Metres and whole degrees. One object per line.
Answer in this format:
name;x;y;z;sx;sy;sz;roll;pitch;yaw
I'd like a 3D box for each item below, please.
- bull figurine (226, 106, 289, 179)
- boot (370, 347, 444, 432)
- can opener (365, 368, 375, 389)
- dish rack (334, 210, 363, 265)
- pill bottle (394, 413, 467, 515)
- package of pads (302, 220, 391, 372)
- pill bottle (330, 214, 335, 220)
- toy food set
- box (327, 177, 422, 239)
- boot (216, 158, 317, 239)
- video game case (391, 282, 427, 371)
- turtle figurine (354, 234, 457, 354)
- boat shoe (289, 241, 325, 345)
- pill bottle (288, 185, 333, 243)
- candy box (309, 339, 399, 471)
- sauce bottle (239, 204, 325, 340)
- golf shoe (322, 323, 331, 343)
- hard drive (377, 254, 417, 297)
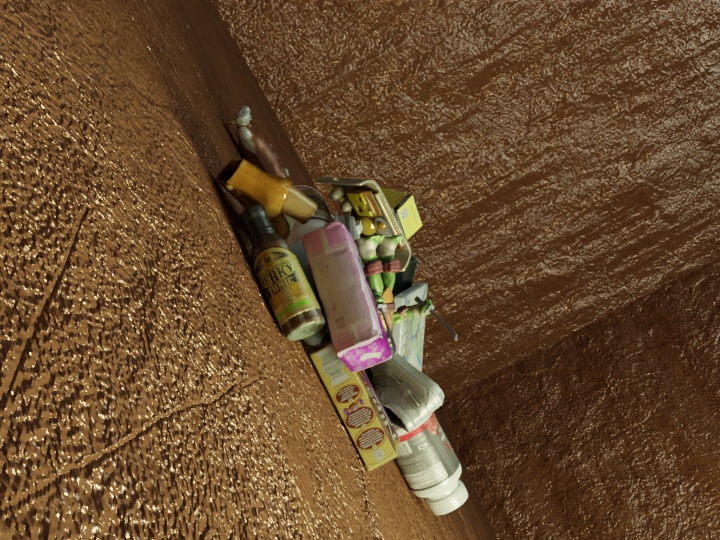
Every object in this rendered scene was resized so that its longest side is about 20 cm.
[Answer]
bull figurine;-0.208;-0.242;1.582;0.200;0.065;0.121;63;6;4
boot;0.042;0.194;1.299;0.200;0.096;0.074;31;-28;41
can opener;0.031;0.200;1.399;0.200;0.078;0.063;-93;157;-44
dish rack;0.000;0.000;1.380;0.172;0.043;0.200;-97;172;-59
pill bottle;0.130;0.372;1.488;0.200;0.110;0.111;62;3;-5
package of pads;-0.020;0.039;1.117;0.121;0.075;0.201;61;9;-65
pill bottle;-0.072;-0.023;1.542;0.111;0.111;0.200;59;5;-43
toy food set;0.001;-0.090;1.438;0.143;0.060;0.200;12;-42;51
box;0.026;-0.124;1.479;0.200;0.050;0.075;22;-35;43
boot;-0.160;-0.107;1.174;0.144;0.071;0.201;32;-24;-15
video game case;0.094;0.134;1.480;0.182;0.022;0.201;-23;117;-69
turtle figurine;0.065;0.036;1.241;0.200;0.143;0.195;164;-82;-68
boat shoe;-0.089;0.037;1.189;0.200;0.070;0.066;-113;-178;-48
pill bottle;-0.100;-0.066;1.419;0.114;0.114;0.200;60;5;-37
candy box;-0.007;0.204;1.197;0.200;0.056;0.117;61;4;3
sauce bottle;-0.117;0.000;1.076;0.200;0.065;0.065;62;3;17
golf shoe;-0.030;0.100;1.384;0.094;0.078;0.200;41;21;-50
hard drive;0.032;-0.016;1.557;0.200;0.033;0.140;44;-44;37
